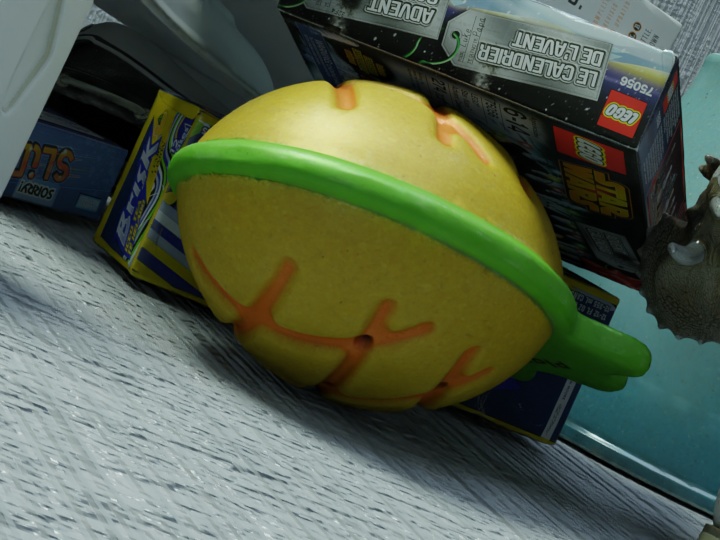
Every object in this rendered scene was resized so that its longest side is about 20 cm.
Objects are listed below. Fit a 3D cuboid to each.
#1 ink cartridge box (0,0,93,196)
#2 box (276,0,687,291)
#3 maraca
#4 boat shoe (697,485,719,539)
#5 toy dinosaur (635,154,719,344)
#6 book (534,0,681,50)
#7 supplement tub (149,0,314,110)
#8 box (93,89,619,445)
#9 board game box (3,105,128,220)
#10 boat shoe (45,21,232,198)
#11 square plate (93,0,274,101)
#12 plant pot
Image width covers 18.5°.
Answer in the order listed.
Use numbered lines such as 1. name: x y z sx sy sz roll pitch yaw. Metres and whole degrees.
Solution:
1. ink cartridge box: -0.190 -0.116 0.710 0.199 0.147 0.084 27 5 19
2. box: 0.053 -0.055 0.831 0.136 0.040 0.200 22 -10 15
3. maraca: 0.018 0.001 0.773 0.137 0.108 0.200 10 -17 46
4. boat shoe: 0.192 0.097 0.821 0.074 0.069 0.200 23 2 32
5. toy dinosaur: 0.165 0.012 0.829 0.077 0.103 0.200 -11 -42 42
6. book: 0.005 -0.125 0.810 0.199 0.048 0.133 31 -10 -19
7. supplement tub: -0.042 -0.084 1.124 0.145 0.146 0.200 25 5 -5
8. box: 0.000 0.000 0.884 0.199 0.070 0.064 23 4 -23
9. board game box: -0.202 -0.076 0.874 0.135 0.035 0.200 28 6 31
10. boat shoe: -0.065 -0.030 0.975 0.199 0.071 0.064 34 39 6
11. square plate: -0.136 -0.154 0.937 0.198 0.029 0.200 35 -3 27
12. plant pot: 0.186 0.009 1.034 0.199 0.189 0.200 25 4 -2
